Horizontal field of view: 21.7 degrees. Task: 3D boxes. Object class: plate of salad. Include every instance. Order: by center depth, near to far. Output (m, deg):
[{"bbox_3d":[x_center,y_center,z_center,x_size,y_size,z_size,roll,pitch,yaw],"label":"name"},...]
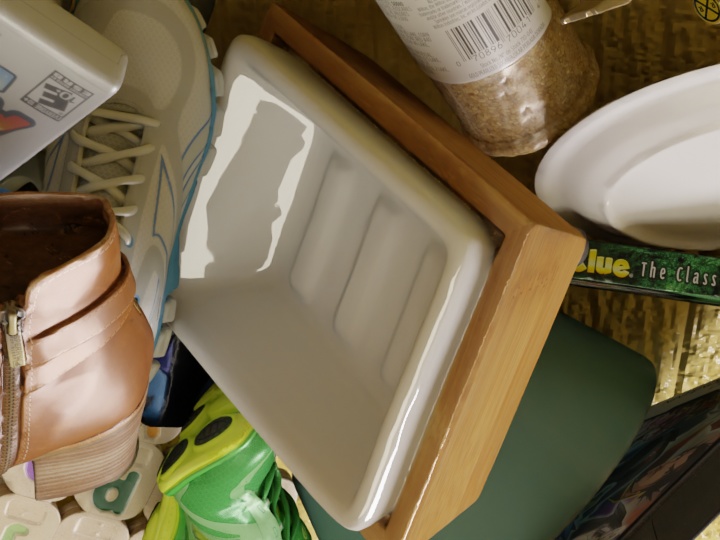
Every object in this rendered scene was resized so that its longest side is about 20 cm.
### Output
[{"bbox_3d":[0.174,-0.057,0.827,0.198,0.049,0.200,-4,159,-2],"label":"plate of salad"}]

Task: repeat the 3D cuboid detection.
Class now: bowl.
[{"bbox_3d":[0.041,0.080,0.946,0.105,0.201,0.201,46,134,-6],"label":"bowl"}]

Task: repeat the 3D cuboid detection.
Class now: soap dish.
[{"bbox_3d":[0.000,0.000,0.799,0.081,0.200,0.159,1,120,-38],"label":"soap dish"}]

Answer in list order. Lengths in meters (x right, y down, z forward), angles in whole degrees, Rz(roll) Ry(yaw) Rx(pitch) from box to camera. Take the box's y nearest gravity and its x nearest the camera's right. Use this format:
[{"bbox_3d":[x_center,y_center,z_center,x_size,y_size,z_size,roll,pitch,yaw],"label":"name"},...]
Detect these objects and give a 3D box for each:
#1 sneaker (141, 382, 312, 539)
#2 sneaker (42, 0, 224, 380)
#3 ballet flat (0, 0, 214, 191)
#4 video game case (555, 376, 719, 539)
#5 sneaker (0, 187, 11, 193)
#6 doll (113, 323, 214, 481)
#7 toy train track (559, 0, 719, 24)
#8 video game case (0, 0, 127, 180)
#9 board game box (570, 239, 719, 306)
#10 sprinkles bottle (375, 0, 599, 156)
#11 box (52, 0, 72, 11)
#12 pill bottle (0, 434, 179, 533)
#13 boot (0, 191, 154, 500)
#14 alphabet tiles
[{"bbox_3d":[-0.056,0.112,0.918,0.083,0.074,0.201,27,148,5],"label":"sneaker"},{"bbox_3d":[-0.103,-0.025,0.785,0.074,0.087,0.202,8,108,3],"label":"sneaker"},{"bbox_3d":[-0.136,-0.053,0.853,0.199,0.064,0.067,-33,160,15],"label":"ballet flat"},{"bbox_3d":[0.132,0.109,0.919,0.026,0.199,0.180,55,147,-1],"label":"video game case"},{"bbox_3d":[-0.172,0.019,0.758,0.104,0.076,0.200,-8,148,15],"label":"sneaker"},{"bbox_3d":[-0.095,0.017,0.917,0.135,0.049,0.201,20,112,-25],"label":"doll"},{"bbox_3d":[0.147,-0.117,0.683,0.033,0.114,0.199,56,155,-13],"label":"toy train track"},{"bbox_3d":[-0.216,-0.087,0.701,0.199,0.024,0.181,32,139,-28],"label":"video game case"},{"bbox_3d":[0.143,0.002,0.893,0.198,0.024,0.105,8,176,3],"label":"board game box"},{"bbox_3d":[0.028,-0.133,0.759,0.068,0.069,0.200,-13,136,27],"label":"sprinkles bottle"},{"bbox_3d":[-0.218,-0.140,0.761,0.198,0.129,0.109,12,143,-1],"label":"box"},{"bbox_3d":[-0.152,0.097,1.050,0.199,0.113,0.112,35,136,-28],"label":"pill bottle"},{"bbox_3d":[-0.172,0.045,0.687,0.198,0.074,0.155,-22,149,-19],"label":"boot"},{"bbox_3d":[-0.137,0.126,0.994,0.198,0.015,0.197,17,111,-24],"label":"alphabet tiles"}]
